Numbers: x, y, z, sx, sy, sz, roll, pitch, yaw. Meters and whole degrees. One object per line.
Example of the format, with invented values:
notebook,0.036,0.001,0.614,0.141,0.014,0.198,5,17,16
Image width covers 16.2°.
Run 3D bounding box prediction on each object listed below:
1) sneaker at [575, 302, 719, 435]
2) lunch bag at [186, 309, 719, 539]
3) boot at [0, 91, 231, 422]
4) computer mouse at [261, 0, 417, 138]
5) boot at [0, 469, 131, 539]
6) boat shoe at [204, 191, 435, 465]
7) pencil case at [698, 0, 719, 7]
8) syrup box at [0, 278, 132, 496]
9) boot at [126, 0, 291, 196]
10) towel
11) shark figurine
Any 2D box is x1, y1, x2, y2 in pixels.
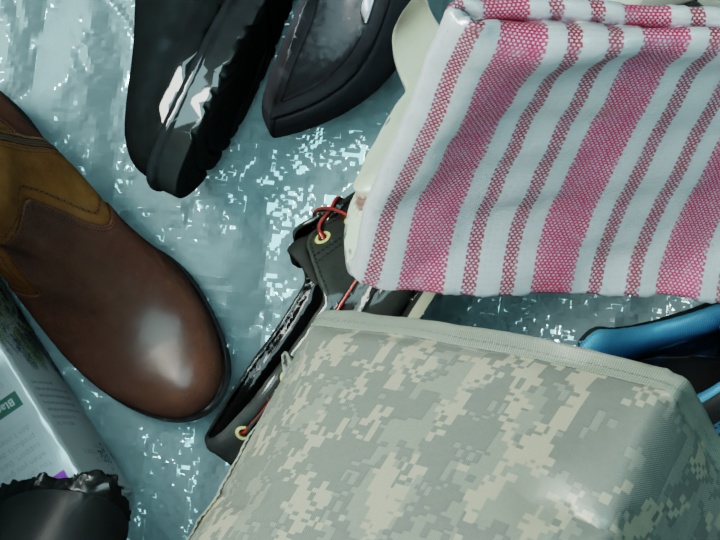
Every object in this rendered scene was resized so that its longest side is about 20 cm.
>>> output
sneaker,0.179,0.048,1.028,0.200,0.082,0.073,-10,59,6
lunch bag,0.024,0.110,0.954,0.200,0.118,0.164,15,65,38
boot,-0.137,-0.016,1.028,0.068,0.200,0.188,-34,82,5
computer mouse,0.013,-0.144,1.046,0.046,0.140,0.200,25,90,7
boot,-0.120,0.150,0.940,0.073,0.198,0.163,22,59,-14
boat shoe,0.000,0.000,1.067,0.063,0.074,0.202,27,94,-9
pencil case,0.148,-0.076,1.052,0.200,0.078,0.090,38,104,10
syrup box,-0.189,0.035,1.094,0.081,0.079,0.200,-33,82,5
boot,-0.106,-0.149,1.091,0.162,0.073,0.199,22,83,7
towel,0.107,-0.039,0.935,0.200,0.146,0.030,2,49,-16
shark figurine,0.093,-0.074,1.004,0.214,0.090,0.128,-27,39,21
